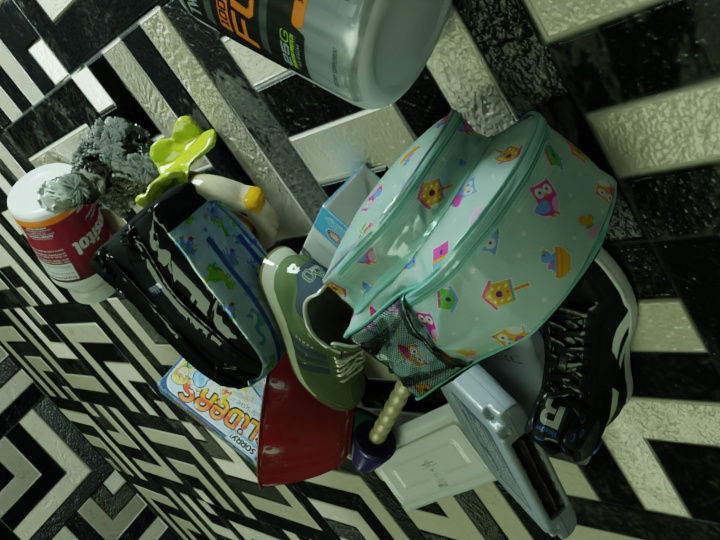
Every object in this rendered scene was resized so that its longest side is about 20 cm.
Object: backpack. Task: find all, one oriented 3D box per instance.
[{"bbox_3d":[0.078,-0.022,0.606,0.153,0.177,0.199,44,147,-13],"label":"backpack"},{"bbox_3d":[-0.151,0.024,0.855,0.162,0.153,0.202,-31,93,44],"label":"backpack"}]

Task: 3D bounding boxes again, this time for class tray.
[{"bbox_3d":[0.085,0.229,1.010,0.108,0.022,0.199,53,133,-3],"label":"tray"}]

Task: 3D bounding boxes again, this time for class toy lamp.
[{"bbox_3d":[0.035,0.165,0.973,0.058,0.058,0.202,35,132,10],"label":"toy lamp"}]

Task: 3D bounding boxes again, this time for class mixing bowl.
[{"bbox_3d":[-0.059,0.173,1.044,0.106,0.203,0.202,7,144,3],"label":"mixing bowl"}]

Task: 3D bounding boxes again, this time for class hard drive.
[{"bbox_3d":[0.144,0.104,0.840,0.130,0.025,0.202,7,135,47],"label":"hard drive"}]

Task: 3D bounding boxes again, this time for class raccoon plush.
[{"bbox_3d":[-0.322,-0.100,0.985,0.133,0.199,0.098,-37,83,40],"label":"raccoon plush"}]

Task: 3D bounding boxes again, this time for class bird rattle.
[{"bbox_3d":[-0.168,-0.058,0.944,0.160,0.114,0.202,15,147,13],"label":"bird rattle"}]

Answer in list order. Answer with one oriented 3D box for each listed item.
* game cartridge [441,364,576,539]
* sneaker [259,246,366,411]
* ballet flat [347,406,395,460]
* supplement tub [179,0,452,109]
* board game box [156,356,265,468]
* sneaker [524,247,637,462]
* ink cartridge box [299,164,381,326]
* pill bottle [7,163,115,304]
[{"bbox_3d":[0.134,0.159,0.810,0.202,0.041,0.133,60,174,-36],"label":"game cartridge"},{"bbox_3d":[-0.026,0.071,0.822,0.089,0.067,0.203,17,140,46],"label":"sneaker"},{"bbox_3d":[0.036,0.236,1.114,0.197,0.070,0.070,20,144,33],"label":"ballet flat"},{"bbox_3d":[-0.045,-0.204,0.570,0.198,0.123,0.124,31,149,20],"label":"supplement tub"},{"bbox_3d":[-0.174,0.175,1.209,0.198,0.136,0.035,32,154,16],"label":"board game box"},{"bbox_3d":[0.173,0.079,0.683,0.072,0.112,0.202,13,140,39],"label":"sneaker"},{"bbox_3d":[0.000,0.000,0.837,0.115,0.067,0.200,40,151,3],"label":"ink cartridge box"},{"bbox_3d":[-0.430,-0.049,1.257,0.111,0.113,0.202,23,146,30],"label":"pill bottle"}]
